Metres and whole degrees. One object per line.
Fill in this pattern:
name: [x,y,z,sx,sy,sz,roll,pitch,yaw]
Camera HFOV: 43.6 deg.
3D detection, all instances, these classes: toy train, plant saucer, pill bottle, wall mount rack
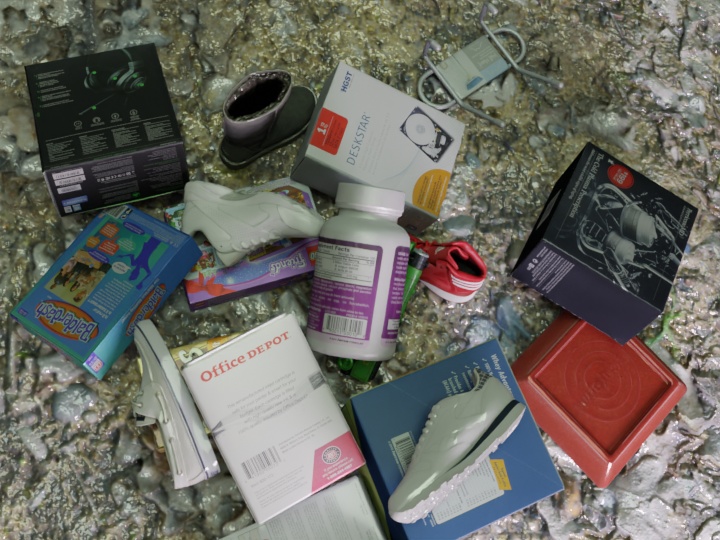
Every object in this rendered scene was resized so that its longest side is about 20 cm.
toy train: [0.030,0.051,1.153,0.056,0.042,0.201,26,101,13]
plant saucer: [0.323,0.152,1.217,0.199,0.037,0.200,-42,84,-18]
pill bottle: [0.000,0.000,1.080,0.111,0.112,0.202,8,92,-7]
wall mount rack: [0.188,-0.290,1.314,0.199,0.075,0.174,-35,81,-17]

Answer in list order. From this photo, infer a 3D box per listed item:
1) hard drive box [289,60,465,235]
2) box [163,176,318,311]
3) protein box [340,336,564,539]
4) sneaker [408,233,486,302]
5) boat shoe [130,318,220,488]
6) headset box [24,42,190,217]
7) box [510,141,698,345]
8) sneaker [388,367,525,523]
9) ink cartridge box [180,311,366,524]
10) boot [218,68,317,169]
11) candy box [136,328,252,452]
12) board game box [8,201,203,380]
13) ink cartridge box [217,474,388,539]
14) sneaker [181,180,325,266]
hard drive box: [0.025,-0.164,1.226,0.199,0.077,0.157,23,68,-13]
box: [-0.149,-0.039,1.197,0.198,0.039,0.138,-15,75,-14]
protein box: [0.104,0.220,1.106,0.198,0.135,0.200,-20,76,-15]
sneaker: [0.078,-0.029,1.191,0.198,0.116,0.079,18,69,-5]
boat shoe: [-0.233,0.157,1.051,0.069,0.071,0.201,-23,85,-16]
headset box: [-0.329,-0.190,1.165,0.173,0.093,0.201,-15,59,-13]
box: [0.333,-0.039,1.222,0.181,0.104,0.201,31,57,0]
sneaker: [0.095,0.198,1.010,0.200,0.077,0.080,-39,71,-22]
ink cartridge box: [-0.104,0.168,1.059,0.146,0.083,0.201,-27,93,-12]
boot: [-0.114,-0.217,1.174,0.073,0.200,0.182,43,71,6]
candy box: [-0.169,0.144,1.127,0.198,0.055,0.116,-13,76,-13]
board game box: [-0.314,0.017,1.116,0.151,0.045,0.201,26,67,30]
ink cartridge box: [-0.059,0.362,1.091,0.199,0.057,0.164,-24,78,2]
sneaker: [-0.138,-0.050,1.134,0.198,0.078,0.100,10,84,22]
